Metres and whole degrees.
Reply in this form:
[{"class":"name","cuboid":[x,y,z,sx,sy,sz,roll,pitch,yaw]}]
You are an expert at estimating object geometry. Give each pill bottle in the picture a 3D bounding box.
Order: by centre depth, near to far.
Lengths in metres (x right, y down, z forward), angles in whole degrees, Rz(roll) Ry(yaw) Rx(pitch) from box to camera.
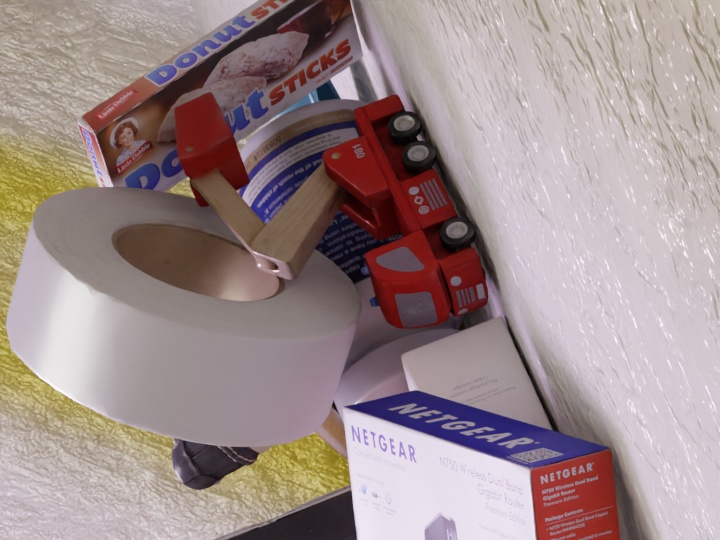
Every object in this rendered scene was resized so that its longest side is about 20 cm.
[{"class":"pill bottle","cuboid":[0.000,0.000,1.422,0.116,0.115,0.201,76,172,-62]}]

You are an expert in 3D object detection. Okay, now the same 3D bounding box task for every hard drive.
[{"class":"hard drive","cuboid":[-0.025,0.174,1.430,0.038,0.199,0.140,69,-165,13]}]

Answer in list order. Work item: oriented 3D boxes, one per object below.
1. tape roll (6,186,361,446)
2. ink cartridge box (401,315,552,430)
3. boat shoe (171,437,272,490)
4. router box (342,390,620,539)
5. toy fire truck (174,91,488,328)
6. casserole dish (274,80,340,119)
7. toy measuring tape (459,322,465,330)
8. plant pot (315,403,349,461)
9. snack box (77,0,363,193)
[{"class":"tape roll","cuboid":[-0.102,0.024,1.301,0.203,0.201,0.071,-119,42,-63]},{"class":"ink cartridge box","cuboid":[0.092,0.143,1.271,0.117,0.067,0.201,75,174,-58]},{"class":"boat shoe","cuboid":[-0.099,0.076,1.395,0.073,0.063,0.200,44,-173,-20]},{"class":"router box","cuboid":[0.065,0.166,1.151,0.200,0.049,0.180,10,110,63]},{"class":"toy fire truck","cuboid":[-0.020,-0.037,1.305,0.049,0.140,0.200,73,175,-51]},{"class":"casserole dish","cuboid":[-0.019,-0.076,1.598,0.200,0.039,0.122,58,-165,-50]},{"class":"toy measuring tape","cuboid":[0.023,0.019,1.513,0.074,0.073,0.201,77,171,-66]},{"class":"plant pot","cuboid":[-0.024,0.069,1.498,0.200,0.027,0.200,46,-168,-12]},{"class":"snack box","cuboid":[-0.085,-0.115,1.396,0.024,0.200,0.072,34,151,39]}]
